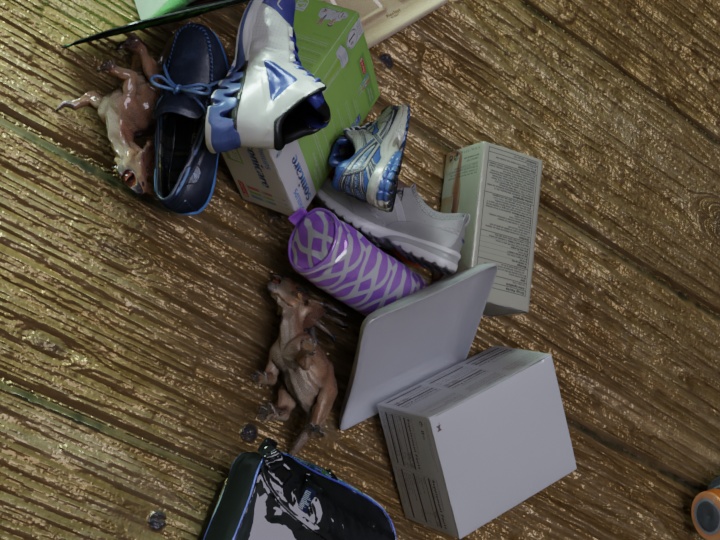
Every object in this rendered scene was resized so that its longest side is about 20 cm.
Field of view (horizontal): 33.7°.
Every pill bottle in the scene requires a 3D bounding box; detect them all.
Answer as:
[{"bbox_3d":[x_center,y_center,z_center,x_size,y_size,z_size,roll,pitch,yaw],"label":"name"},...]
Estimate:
[{"bbox_3d":[0.567,0.336,1.698,0.198,0.106,0.107,-5,87,-30],"label":"pill bottle"}]

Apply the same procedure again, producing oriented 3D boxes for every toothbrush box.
[{"bbox_3d":[-0.070,-0.185,1.350,0.201,0.085,0.146,-60,155,-22],"label":"toothbrush box"}]

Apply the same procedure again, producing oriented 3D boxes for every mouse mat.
[{"bbox_3d":[-0.213,-0.262,1.249,0.160,0.199,0.008,-21,103,-30],"label":"mouse mat"}]

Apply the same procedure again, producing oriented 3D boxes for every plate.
[{"bbox_3d":[0.061,0.083,1.405,0.198,0.201,0.032,-23,55,-30],"label":"plate"}]

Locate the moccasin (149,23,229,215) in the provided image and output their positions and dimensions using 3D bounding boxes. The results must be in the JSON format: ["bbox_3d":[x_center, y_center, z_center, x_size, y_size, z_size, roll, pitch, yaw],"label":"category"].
[{"bbox_3d":[-0.177,-0.161,1.238,0.068,0.080,0.202,9,79,-67],"label":"moccasin"}]

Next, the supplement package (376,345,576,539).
[{"bbox_3d":[0.144,0.204,1.446,0.199,0.111,0.157,-22,105,-30],"label":"supplement package"}]

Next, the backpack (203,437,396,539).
[{"bbox_3d":[-0.071,0.305,1.297,0.199,0.147,0.185,27,70,-21],"label":"backpack"}]

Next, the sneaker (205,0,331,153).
[{"bbox_3d":[-0.079,-0.195,1.233,0.114,0.081,0.201,11,60,7],"label":"sneaker"}]

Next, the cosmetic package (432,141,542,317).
[{"bbox_3d":[0.161,-0.050,1.511,0.103,0.087,0.202,15,76,-30],"label":"cosmetic package"}]

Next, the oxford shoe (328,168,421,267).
[{"bbox_3d":[0.022,-0.090,1.458,0.200,0.071,0.073,46,26,-9],"label":"oxford shoe"}]

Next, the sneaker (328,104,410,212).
[{"bbox_3d":[0.009,-0.143,1.364,0.084,0.201,0.078,11,120,2],"label":"sneaker"}]

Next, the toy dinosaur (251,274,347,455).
[{"bbox_3d":[-0.060,0.112,1.364,0.136,0.085,0.202,-48,132,-63],"label":"toy dinosaur"}]

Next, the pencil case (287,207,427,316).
[{"bbox_3d":[0.000,0.000,1.383,0.200,0.084,0.086,35,28,-46],"label":"pencil case"}]

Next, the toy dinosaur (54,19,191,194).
[{"bbox_3d":[-0.234,-0.177,1.296,0.136,0.086,0.201,46,60,-18],"label":"toy dinosaur"}]

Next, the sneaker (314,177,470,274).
[{"bbox_3d":[0.036,-0.069,1.398,0.199,0.075,0.083,26,81,8],"label":"sneaker"}]

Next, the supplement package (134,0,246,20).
[{"bbox_3d":[-0.143,-0.384,1.308,0.199,0.191,0.149,-19,93,-30],"label":"supplement package"}]

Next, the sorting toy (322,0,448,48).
[{"bbox_3d":[-0.001,-0.388,1.489,0.185,0.036,0.201,-35,98,-29],"label":"sorting toy"}]
